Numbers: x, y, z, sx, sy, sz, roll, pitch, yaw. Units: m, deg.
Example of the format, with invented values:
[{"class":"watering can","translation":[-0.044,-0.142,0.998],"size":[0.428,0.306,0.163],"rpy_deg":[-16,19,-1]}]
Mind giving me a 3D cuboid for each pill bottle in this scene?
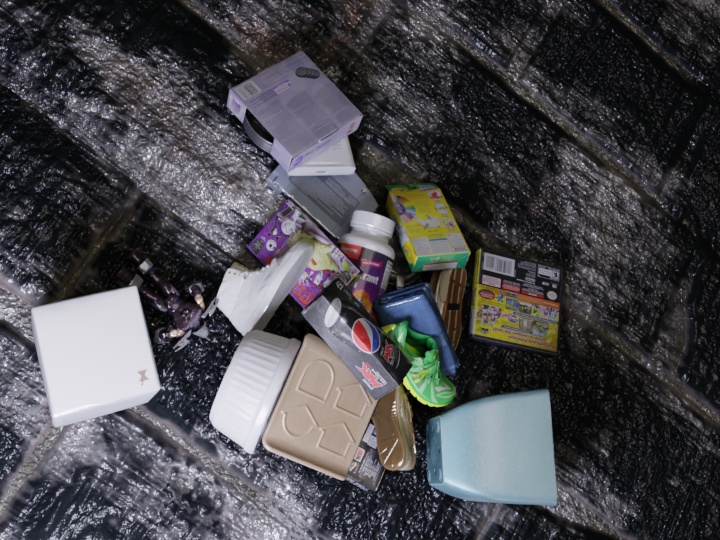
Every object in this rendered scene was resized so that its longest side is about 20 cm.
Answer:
[{"class":"pill bottle","translation":[0.000,0.000,1.642],"size":[0.109,0.111,0.205],"rpy_deg":[17,82,-14]}]

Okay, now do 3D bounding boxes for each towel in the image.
[{"class":"towel","translation":[0.102,0.117,1.627],"size":[0.049,0.109,0.202],"rpy_deg":[-84,155,-53]}]

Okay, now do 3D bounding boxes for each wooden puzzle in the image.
[{"class":"wooden puzzle","translation":[-0.064,0.232,1.538],"size":[0.183,0.046,0.204],"rpy_deg":[29,78,-31]}]

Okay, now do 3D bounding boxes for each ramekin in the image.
[{"class":"ramekin","translation":[-0.180,0.194,1.510],"size":[0.093,0.203,0.206],"rpy_deg":[23,70,-1]}]

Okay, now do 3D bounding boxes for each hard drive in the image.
[{"class":"hard drive","translation":[-0.092,-0.270,1.703],"size":[0.129,0.027,0.204],"rpy_deg":[-3,62,-20]}]

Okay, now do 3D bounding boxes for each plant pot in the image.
[{"class":"plant pot","translation":[0.223,0.324,1.624],"size":[0.195,0.196,0.202],"rpy_deg":[0,77,-11]}]

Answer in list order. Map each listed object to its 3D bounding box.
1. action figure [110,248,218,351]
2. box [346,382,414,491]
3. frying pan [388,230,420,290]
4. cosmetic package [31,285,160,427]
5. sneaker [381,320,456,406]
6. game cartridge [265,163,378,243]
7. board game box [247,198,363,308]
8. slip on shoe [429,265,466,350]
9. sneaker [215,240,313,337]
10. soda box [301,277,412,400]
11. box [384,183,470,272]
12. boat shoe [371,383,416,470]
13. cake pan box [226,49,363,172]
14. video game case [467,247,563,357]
[{"class":"action figure","translation":[-0.332,0.051,1.556],"size":[0.200,0.069,0.131],"rpy_deg":[43,61,-10]},{"class":"box","translation":[-0.021,0.261,1.623],"size":[0.196,0.050,0.203],"rpy_deg":[29,70,-10]},{"class":"frying pan","translation":[0.060,0.005,1.726],"size":[0.113,0.031,0.193],"rpy_deg":[25,68,-11]},{"class":"cosmetic package","translation":[-0.422,0.140,1.428],"size":[0.164,0.200,0.170],"rpy_deg":[-12,81,-22]},{"class":"sneaker","translation":[0.110,0.167,1.586],"size":[0.200,0.083,0.075],"rpy_deg":[46,32,-25]},{"class":"game cartridge","translation":[-0.067,-0.152,1.712],"size":[0.199,0.040,0.134],"rpy_deg":[42,71,-6]},{"class":"board game box","translation":[-0.100,-0.019,1.606],"size":[0.200,0.032,0.121],"rpy_deg":[44,99,21]},{"class":"slip on shoe","translation":[0.152,0.083,1.724],"size":[0.075,0.060,0.205],"rpy_deg":[7,92,-44]},{"class":"sneaker","translation":[-0.177,0.008,1.575],"size":[0.115,0.074,0.201],"rpy_deg":[40,97,19]},{"class":"soda box","translation":[-0.005,0.116,1.521],"size":[0.201,0.070,0.063],"rpy_deg":[49,40,-5]},{"class":"box","translation":[0.121,-0.089,1.722],"size":[0.115,0.049,0.203],"rpy_deg":[-4,51,-19]},{"class":"boat shoe","translation":[0.057,0.254,1.599],"size":[0.064,0.070,0.205],"rpy_deg":[20,58,-52]},{"class":"cake pan box","translation":[-0.123,-0.295,1.663],"size":[0.184,0.053,0.199],"rpy_deg":[44,57,13]},{"class":"video game case","translation":[0.312,0.064,1.801],"size":[0.196,0.025,0.185],"rpy_deg":[13,73,-17]}]
